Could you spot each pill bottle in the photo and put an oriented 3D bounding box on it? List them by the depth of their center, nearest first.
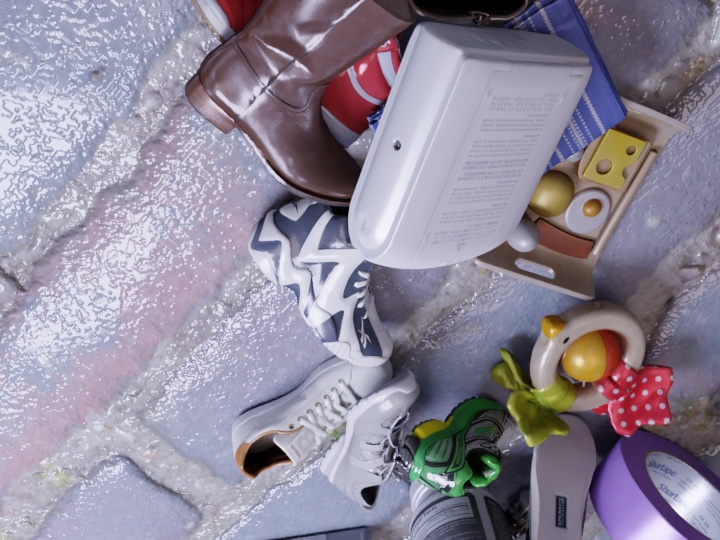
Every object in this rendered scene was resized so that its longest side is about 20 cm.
[{"bbox_3d":[0.117,0.317,0.981,0.114,0.201,0.117,-3,121,-5],"label":"pill bottle"}]

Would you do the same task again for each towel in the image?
[{"bbox_3d":[0.121,-0.135,0.764,0.199,0.024,0.145,-33,122,12],"label":"towel"}]

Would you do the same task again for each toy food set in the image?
[{"bbox_3d":[0.210,-0.074,0.841,0.142,0.061,0.202,16,118,-16],"label":"toy food set"}]

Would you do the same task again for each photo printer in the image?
[{"bbox_3d":[0.081,-0.091,0.698,0.165,0.069,0.202,-9,132,-39],"label":"photo printer"}]

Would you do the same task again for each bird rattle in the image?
[{"bbox_3d":[0.245,0.109,0.924,0.197,0.113,0.165,-2,123,-6],"label":"bird rattle"}]

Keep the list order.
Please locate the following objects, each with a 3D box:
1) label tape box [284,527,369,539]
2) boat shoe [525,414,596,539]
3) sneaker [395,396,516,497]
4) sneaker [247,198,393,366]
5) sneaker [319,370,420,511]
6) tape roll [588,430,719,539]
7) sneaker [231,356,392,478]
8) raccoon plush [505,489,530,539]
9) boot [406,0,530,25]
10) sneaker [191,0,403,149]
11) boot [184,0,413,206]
[{"bbox_3d":[-0.079,0.406,1.091,0.197,0.066,0.145,-8,121,-4],"label":"label tape box"},{"bbox_3d":[0.215,0.268,0.991,0.074,0.201,0.093,17,143,4],"label":"boat shoe"},{"bbox_3d":[0.118,0.197,0.935,0.085,0.199,0.079,27,112,28],"label":"sneaker"},{"bbox_3d":[0.000,0.000,0.847,0.129,0.080,0.200,-32,110,22],"label":"sneaker"},{"bbox_3d":[0.026,0.181,0.926,0.074,0.082,0.201,-27,154,-37],"label":"sneaker"},{"bbox_3d":[0.357,0.277,0.987,0.198,0.201,0.066,24,115,-20],"label":"tape roll"},{"bbox_3d":[-0.047,0.162,0.938,0.199,0.085,0.073,-32,118,9],"label":"sneaker"},{"bbox_3d":[0.153,0.371,1.056,0.096,0.135,0.201,21,116,-17],"label":"raccoon plush"},{"bbox_3d":[0.033,-0.235,0.671,0.197,0.147,0.071,-3,126,-4],"label":"boot"},{"bbox_3d":[-0.041,-0.201,0.728,0.112,0.072,0.199,-39,125,20],"label":"sneaker"},{"bbox_3d":[-0.013,-0.146,0.668,0.185,0.065,0.199,30,135,-29],"label":"boot"}]
